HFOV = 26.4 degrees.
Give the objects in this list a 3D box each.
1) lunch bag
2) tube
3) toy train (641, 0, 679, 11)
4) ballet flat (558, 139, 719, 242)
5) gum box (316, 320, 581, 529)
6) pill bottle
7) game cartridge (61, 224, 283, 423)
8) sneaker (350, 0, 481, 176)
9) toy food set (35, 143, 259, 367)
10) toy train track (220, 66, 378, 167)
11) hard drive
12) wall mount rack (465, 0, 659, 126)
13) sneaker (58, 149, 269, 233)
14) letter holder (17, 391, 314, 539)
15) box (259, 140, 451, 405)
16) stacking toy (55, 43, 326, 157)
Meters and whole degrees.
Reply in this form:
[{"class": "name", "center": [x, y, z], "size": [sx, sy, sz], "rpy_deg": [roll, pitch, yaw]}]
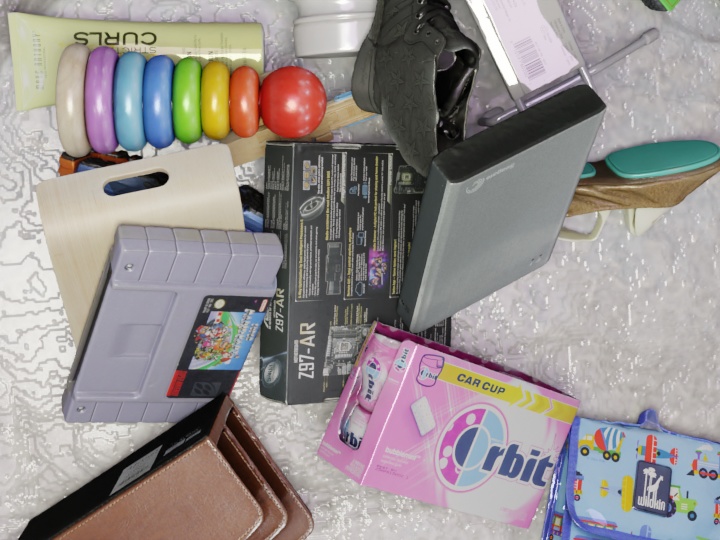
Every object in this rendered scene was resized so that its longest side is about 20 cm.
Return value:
[{"class": "lunch bag", "center": [0.231, 0.217, 1.284], "size": [0.149, 0.094, 0.202], "rpy_deg": [10, 80, -8]}, {"class": "tube", "center": [-0.174, -0.165, 1.207], "size": [0.198, 0.052, 0.058], "rpy_deg": [-2, 65, -4]}, {"class": "toy train", "center": [0.200, -0.286, 1.227], "size": [0.200, 0.042, 0.056], "rpy_deg": [42, 85, -27]}, {"class": "ballet flat", "center": [0.202, -0.060, 1.265], "size": [0.198, 0.068, 0.073], "rpy_deg": [-8, 117, -7]}, {"class": "gum box", "center": [0.068, 0.122, 1.209], "size": [0.199, 0.066, 0.114], "rpy_deg": [20, 93, -38]}, {"class": "pill bottle", "center": [-0.017, -0.268, 1.189], "size": [0.110, 0.111, 0.202], "rpy_deg": [-4, 95, -8]}, {"class": "game cartridge", "center": [-0.143, 0.047, 1.159], "size": [0.129, 0.039, 0.201], "rpy_deg": [5, 135, -21]}, {"class": "sneaker", "center": [0.052, -0.173, 1.123], "size": [0.060, 0.104, 0.201], "rpy_deg": [4, 101, -46]}, {"class": "toy food set", "center": [-0.158, -0.004, 1.168], "size": [0.142, 0.061, 0.201], "rpy_deg": [-13, 140, -8]}, {"class": "toy train track", "center": [-0.016, -0.133, 1.228], "size": [0.199, 0.033, 0.115], "rpy_deg": [-20, 127, 2]}, {"class": "hard drive", "center": [0.100, -0.043, 1.142], "size": [0.139, 0.201, 0.033], "rpy_deg": [-27, 64, -22]}, {"class": "wall mount rack", "center": [0.150, -0.209, 1.241], "size": [0.173, 0.075, 0.201], "rpy_deg": [-26, 98, -3]}, {"class": "sneaker", "center": [-0.146, -0.039, 1.216], "size": [0.198, 0.075, 0.079], "rpy_deg": [15, 108, -7]}, {"class": "letter holder", "center": [-0.150, 0.218, 1.188], "size": [0.199, 0.101, 0.143], "rpy_deg": [-33, 100, 10]}, {"class": "box", "center": [0.000, 0.000, 1.211], "size": [0.159, 0.043, 0.202], "rpy_deg": [-2, 97, -34]}, {"class": "stacking toy", "center": [-0.125, -0.126, 1.156], "size": [0.198, 0.085, 0.086], "rpy_deg": [1, 94, 0]}]
